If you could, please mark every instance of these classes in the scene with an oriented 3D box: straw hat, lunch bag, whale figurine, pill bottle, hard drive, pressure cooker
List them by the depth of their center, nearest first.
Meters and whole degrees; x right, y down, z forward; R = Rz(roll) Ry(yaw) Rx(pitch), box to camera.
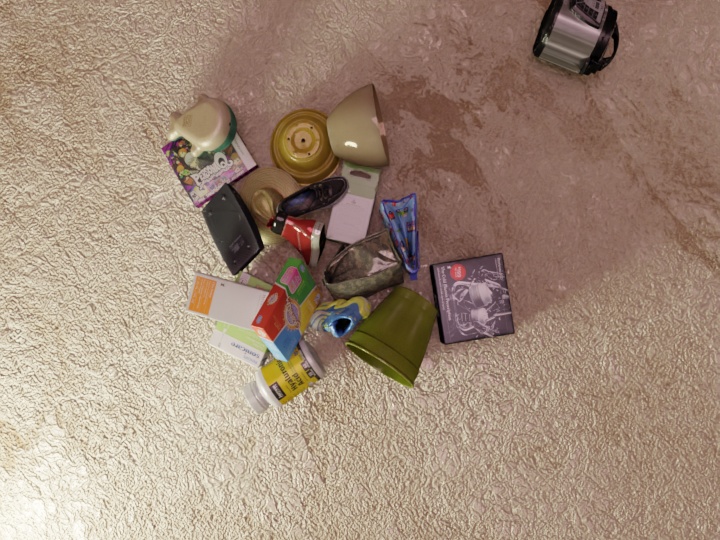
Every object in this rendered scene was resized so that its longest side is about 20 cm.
[{"bbox_3d":[0.000,0.000,1.685,0.196,0.164,0.120,-23,71,-1],"label":"lunch bag"},{"bbox_3d":[0.110,-0.074,1.697,0.092,0.151,0.205,-11,87,-1],"label":"lunch bag"},{"bbox_3d":[0.550,-0.590,1.700,0.196,0.179,0.179,23,108,2],"label":"pressure cooker"},{"bbox_3d":[-0.194,0.272,1.713,0.198,0.111,0.112,-35,87,0],"label":"pill bottle"},{"bbox_3d":[-0.322,-0.105,1.727,0.135,0.042,0.203,-40,71,32],"label":"hard drive"},{"bbox_3d":[-0.236,-0.163,1.731,0.196,0.085,0.207,0,94,6],"label":"straw hat"},{"bbox_3d":[-0.400,-0.364,1.731,0.196,0.103,0.163,2,85,28],"label":"whale figurine"}]

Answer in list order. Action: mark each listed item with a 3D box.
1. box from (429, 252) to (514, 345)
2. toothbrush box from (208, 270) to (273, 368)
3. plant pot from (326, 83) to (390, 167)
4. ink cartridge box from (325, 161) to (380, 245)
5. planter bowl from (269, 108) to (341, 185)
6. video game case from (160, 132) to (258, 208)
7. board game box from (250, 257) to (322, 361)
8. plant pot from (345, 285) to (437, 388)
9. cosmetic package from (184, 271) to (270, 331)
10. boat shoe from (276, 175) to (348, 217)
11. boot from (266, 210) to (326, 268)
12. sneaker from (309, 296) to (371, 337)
[{"bbox_3d":[0.278,0.071,1.711,0.178,0.104,0.205,-9,88,0],"label":"box"},{"bbox_3d":[-0.276,0.124,1.733,0.143,0.086,0.204,23,87,5],"label":"toothbrush box"},{"bbox_3d":[-0.010,-0.349,1.696,0.131,0.200,0.205,-11,87,8],"label":"plant pot"},{"bbox_3d":[-0.018,-0.167,1.752,0.101,0.059,0.205,13,88,3],"label":"ink cartridge box"},{"bbox_3d":[-0.143,-0.327,1.751,0.195,0.083,0.206,0,87,1],"label":"planter bowl"},{"bbox_3d":[-0.394,-0.295,1.780,0.198,0.036,0.183,-32,86,0],"label":"video game case"},{"bbox_3d":[-0.176,0.096,1.661,0.040,0.154,0.203,10,59,29],"label":"board game box"},{"bbox_3d":[0.093,0.152,1.683,0.198,0.201,0.195,32,77,3],"label":"plant pot"},{"bbox_3d":[-0.317,0.078,1.661,0.195,0.071,0.104,14,87,6],"label":"cosmetic package"},{"bbox_3d":[-0.116,-0.184,1.682,0.196,0.066,0.071,-22,87,-10],"label":"boat shoe"},{"bbox_3d":[-0.161,-0.080,1.689,0.141,0.201,0.074,16,65,4],"label":"boot"},{"bbox_3d":[-0.070,0.122,1.679,0.198,0.105,0.077,-25,102,38],"label":"sneaker"}]
